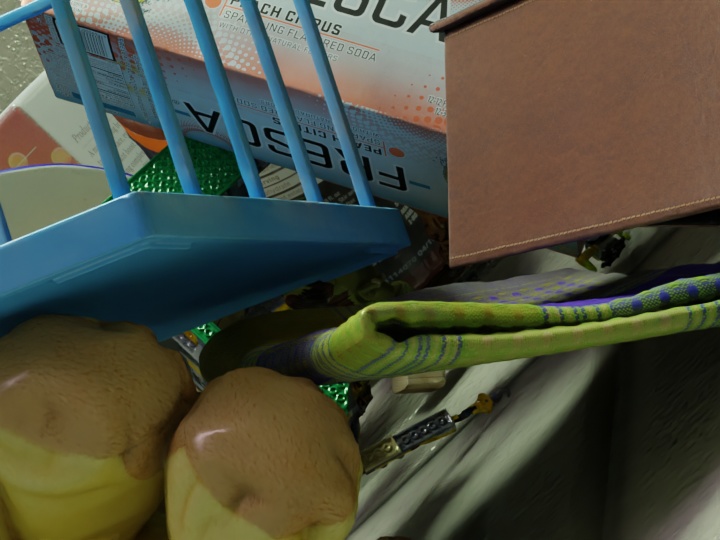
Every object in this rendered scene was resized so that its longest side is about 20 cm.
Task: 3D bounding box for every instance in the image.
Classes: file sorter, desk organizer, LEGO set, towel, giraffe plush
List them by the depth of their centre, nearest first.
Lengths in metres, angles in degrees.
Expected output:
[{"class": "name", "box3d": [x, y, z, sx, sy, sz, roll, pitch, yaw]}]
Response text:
[{"class": "desk organizer", "box3d": [0.089, -0.047, 0.754, 0.200, 0.072, 0.077, 166, 103, -69]}, {"class": "towel", "box3d": [0.039, 0.013, 0.771, 0.143, 0.023, 0.200, -8, -1, -14]}, {"class": "giraffe plush", "box3d": [-0.056, 0.098, 0.790, 0.162, 0.172, 0.200, -36, -41, -68]}, {"class": "file sorter", "box3d": [-0.098, -0.040, 0.792, 0.139, 0.123, 0.200, -22, -7, 19]}, {"class": "LEGO set", "box3d": [0.000, 0.000, 0.977, 0.200, 0.154, 0.116, -51, -22, -19]}]

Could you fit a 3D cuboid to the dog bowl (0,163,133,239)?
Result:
[{"class": "dog bowl", "box3d": [-0.124, 0.059, 1.088, 0.200, 0.200, 0.079, -48, 8, -13]}]

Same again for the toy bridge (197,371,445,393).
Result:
[{"class": "toy bridge", "box3d": [-0.069, 0.017, 1.044, 0.027, 0.200, 0.067, 140, 128, -77]}]

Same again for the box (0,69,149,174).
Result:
[{"class": "box", "box3d": [-0.119, 0.017, 1.301, 0.152, 0.200, 0.106, -44, 7, 27]}]

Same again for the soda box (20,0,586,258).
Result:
[{"class": "soda box", "box3d": [-0.009, -0.073, 0.913, 0.064, 0.200, 0.068, 78, -147, -63]}]

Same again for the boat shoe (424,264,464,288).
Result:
[{"class": "boat shoe", "box3d": [0.029, -0.027, 1.235, 0.200, 0.073, 0.063, -44, -7, -12]}]

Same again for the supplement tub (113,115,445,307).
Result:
[{"class": "supplement tub", "box3d": [-0.039, -0.071, 1.105, 0.107, 0.200, 0.107, -16, 50, 20]}]
